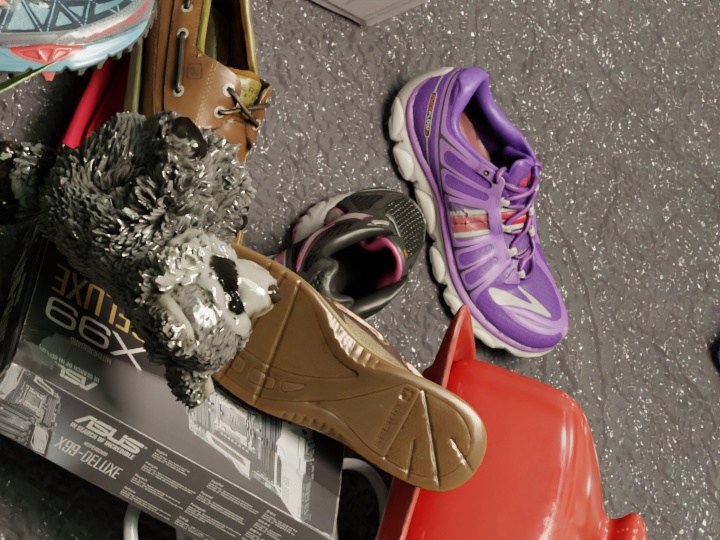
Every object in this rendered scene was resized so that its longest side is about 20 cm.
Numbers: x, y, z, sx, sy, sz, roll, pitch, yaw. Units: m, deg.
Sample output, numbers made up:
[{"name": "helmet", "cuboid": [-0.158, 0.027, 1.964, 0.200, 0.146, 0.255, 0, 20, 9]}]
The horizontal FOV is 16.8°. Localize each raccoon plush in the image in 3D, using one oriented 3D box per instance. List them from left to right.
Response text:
[{"name": "raccoon plush", "cuboid": [-0.134, 0.005, 1.241, 0.097, 0.199, 0.134, 49, 40, -46]}]

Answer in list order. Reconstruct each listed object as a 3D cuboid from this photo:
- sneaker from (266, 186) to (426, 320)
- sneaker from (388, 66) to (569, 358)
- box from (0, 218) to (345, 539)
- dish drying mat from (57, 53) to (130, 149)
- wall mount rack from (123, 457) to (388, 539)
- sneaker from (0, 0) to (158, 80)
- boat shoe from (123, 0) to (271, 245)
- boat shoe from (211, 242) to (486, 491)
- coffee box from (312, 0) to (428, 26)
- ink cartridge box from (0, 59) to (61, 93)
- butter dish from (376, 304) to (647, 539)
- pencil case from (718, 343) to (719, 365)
[{"name": "sneaker", "cuboid": [0.000, 0.000, 1.466, 0.200, 0.086, 0.081, -42, 110, -56]}, {"name": "sneaker", "cuboid": [0.086, -0.037, 1.577, 0.081, 0.083, 0.200, -34, 103, -44]}, {"name": "box", "cuboid": [-0.102, 0.061, 1.318, 0.200, 0.050, 0.158, 31, 33, -17]}, {"name": "dish drying mat", "cuboid": [-0.126, -0.116, 1.421, 0.077, 0.018, 0.200, 69, 34, -49]}, {"name": "wall mount rack", "cuboid": [-0.077, 0.117, 1.385, 0.200, 0.074, 0.174, 0, 81, -45]}, {"name": "sneaker", "cuboid": [-0.201, -0.153, 1.270, 0.199, 0.079, 0.096, -3, 116, -18]}, {"name": "boat shoe", "cuboid": [-0.088, -0.095, 1.352, 0.072, 0.068, 0.201, 16, 61, -60]}, {"name": "boat shoe", "cuboid": [-0.022, 0.050, 1.323, 0.200, 0.072, 0.072, 31, 92, -2]}, {"name": "coffee box", "cuboid": [0.003, -0.298, 1.490, 0.200, 0.199, 0.198, 22, 64, -37]}, {"name": "ink cartridge box", "cuboid": [-0.238, -0.020, 1.211, 0.200, 0.148, 0.076, -38, 105, -43]}, {"name": "butter dish", "cuboid": [0.096, 0.153, 1.439, 0.200, 0.147, 0.200, 83, 21, -59]}, {"name": "pencil case", "cuboid": [0.339, 0.019, 1.804, 0.200, 0.087, 0.078, -50, 138, -39]}]
